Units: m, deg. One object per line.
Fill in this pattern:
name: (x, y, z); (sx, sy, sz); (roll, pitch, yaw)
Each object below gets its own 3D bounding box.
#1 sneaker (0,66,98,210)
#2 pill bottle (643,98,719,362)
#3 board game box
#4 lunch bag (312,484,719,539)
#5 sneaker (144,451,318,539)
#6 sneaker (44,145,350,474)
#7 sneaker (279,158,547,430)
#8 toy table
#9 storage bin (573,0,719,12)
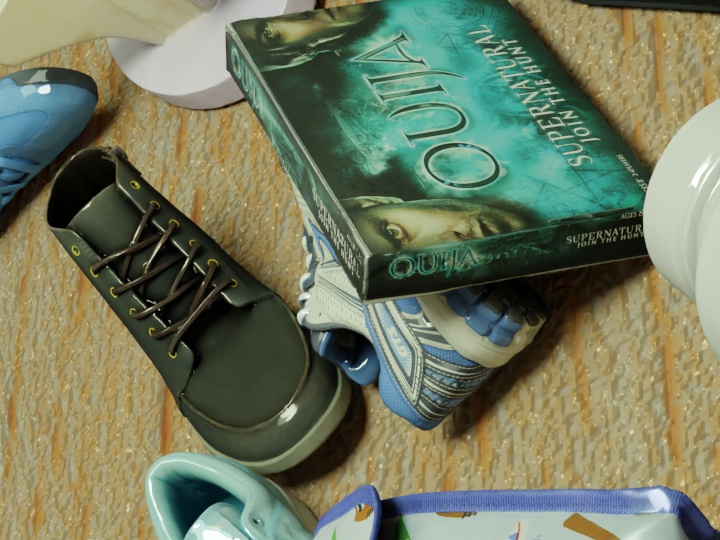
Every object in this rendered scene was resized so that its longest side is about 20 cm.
sneaker: (-0.223, -0.050, 1.263); (0.200, 0.066, 0.079); (-28, 57, 34)
pill bottle: (0.181, 0.010, 0.706); (0.112, 0.112, 0.200); (-54, 37, 5)
board game box: (0.032, -0.060, 0.927); (0.200, 0.135, 0.028); (-121, 27, -51)
lunch bag: (0.037, 0.167, 0.740); (0.199, 0.124, 0.171); (-5, 60, 43)
sneaker: (-0.038, 0.139, 0.887); (0.074, 0.082, 0.200); (-57, 36, 2)
sneaker: (-0.085, 0.018, 1.000); (0.075, 0.106, 0.200); (-46, 36, -4)
sneaker: (0.000, 0.000, 0.956); (0.085, 0.077, 0.200); (-56, 34, 12)
toy table: (-0.120, -0.176, 1.181); (0.200, 0.117, 0.185); (14, 78, 54)
storage bin: (0.082, -0.199, 0.899); (0.135, 0.200, 0.094); (13, 72, 52)
